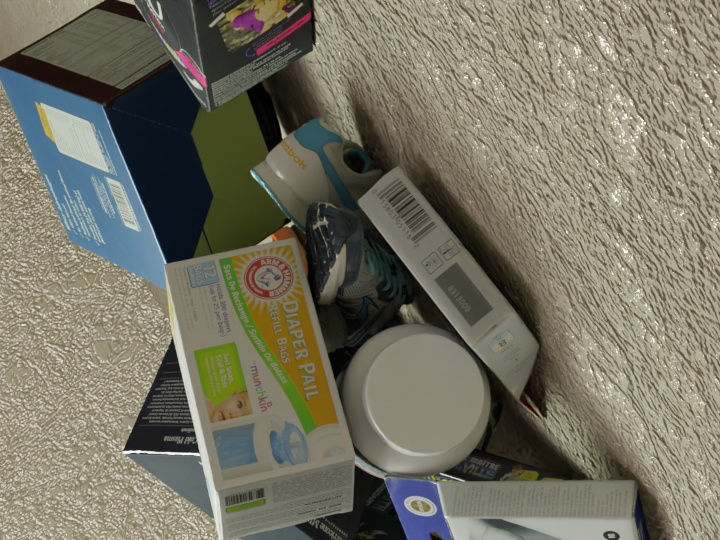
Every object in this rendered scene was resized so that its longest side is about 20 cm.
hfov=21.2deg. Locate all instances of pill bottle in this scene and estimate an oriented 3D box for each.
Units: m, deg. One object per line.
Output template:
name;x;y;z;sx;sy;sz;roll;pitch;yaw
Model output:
pill bottle;0.040;0.104;1.514;0.120;0.119;0.200;58;173;4

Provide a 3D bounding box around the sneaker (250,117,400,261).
sneaker;-0.009;-0.055;1.603;0.077;0.081;0.200;49;-175;34

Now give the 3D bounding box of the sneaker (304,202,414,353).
sneaker;0.000;0.000;1.543;0.200;0.086;0.078;96;167;-66

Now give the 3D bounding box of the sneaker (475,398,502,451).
sneaker;0.073;0.145;1.712;0.079;0.078;0.200;26;154;5

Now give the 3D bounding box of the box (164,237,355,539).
box;-0.080;0.090;1.496;0.102;0.112;0.201;93;163;-60

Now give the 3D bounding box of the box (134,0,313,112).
box;-0.112;-0.233;1.489;0.122;0.106;0.200;55;168;18

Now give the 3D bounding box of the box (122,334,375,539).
box;-0.077;0.126;1.660;0.104;0.183;0.200;-5;143;43

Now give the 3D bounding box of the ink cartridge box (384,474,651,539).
ink cartridge box;0.130;0.233;1.492;0.200;0.199;0.041;69;-153;-44

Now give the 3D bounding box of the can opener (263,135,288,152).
can opener;-0.031;-0.042;1.743;0.200;0.066;0.053;50;141;23

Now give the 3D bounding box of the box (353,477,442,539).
box;0.022;0.238;1.786;0.157;0.200;0.051;17;121;25

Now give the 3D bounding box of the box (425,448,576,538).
box;0.111;0.199;1.628;0.199;0.035;0.110;13;142;42

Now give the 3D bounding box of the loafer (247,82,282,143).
loafer;-0.118;-0.151;1.794;0.068;0.070;0.201;-100;-7;-48

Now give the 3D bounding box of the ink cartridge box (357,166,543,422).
ink cartridge box;0.087;0.023;1.504;0.160;0.047;0.200;52;-177;30

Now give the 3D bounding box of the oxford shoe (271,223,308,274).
oxford shoe;-0.016;0.007;1.778;0.200;0.073;0.071;53;167;46

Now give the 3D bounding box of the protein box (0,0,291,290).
protein box;-0.195;-0.115;1.724;0.200;0.135;0.199;23;140;50
